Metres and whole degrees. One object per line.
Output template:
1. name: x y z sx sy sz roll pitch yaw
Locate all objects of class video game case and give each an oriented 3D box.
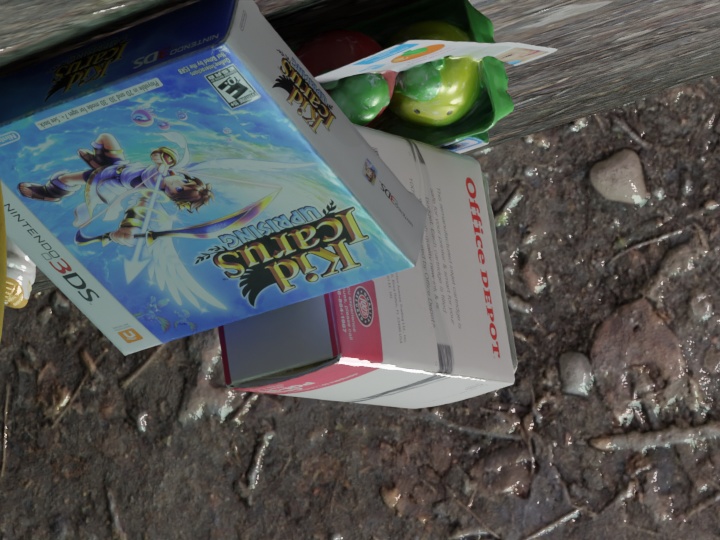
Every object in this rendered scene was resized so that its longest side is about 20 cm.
1. video game case: -0.096 -0.046 1.475 0.199 0.181 0.046 -17 -137 30

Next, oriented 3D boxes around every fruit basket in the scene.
1. fruit basket: 0.000 -0.101 1.665 0.184 0.094 0.200 -17 -179 28

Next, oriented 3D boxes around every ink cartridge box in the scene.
1. ink cartridge box: 0.000 0.000 1.631 0.082 0.147 0.200 -16 165 30

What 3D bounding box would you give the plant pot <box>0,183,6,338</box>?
1. plant pot: -0.246 0.009 1.035 0.193 0.201 0.195 -17 179 35

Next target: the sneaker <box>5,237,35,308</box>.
1. sneaker: -0.245 -0.038 1.799 0.075 0.088 0.200 19 -177 -31
